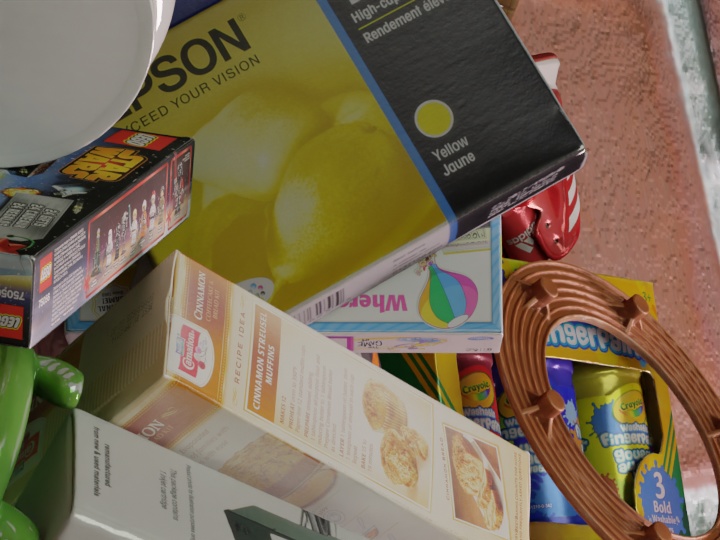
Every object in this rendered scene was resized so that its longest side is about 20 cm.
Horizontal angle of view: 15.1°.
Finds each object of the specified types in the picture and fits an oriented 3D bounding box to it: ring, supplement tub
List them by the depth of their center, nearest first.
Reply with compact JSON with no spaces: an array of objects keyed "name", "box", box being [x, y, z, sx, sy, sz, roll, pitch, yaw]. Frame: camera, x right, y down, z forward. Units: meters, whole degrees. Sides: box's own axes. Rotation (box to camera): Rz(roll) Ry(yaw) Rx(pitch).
[{"name":"supplement tub","box":[-0.151,-0.144,1.146,0.144,0.144,0.200,45,17,-27]},{"name":"ring","box":[0.143,0.077,1.386,0.200,0.019,0.201,33,35,-27]}]

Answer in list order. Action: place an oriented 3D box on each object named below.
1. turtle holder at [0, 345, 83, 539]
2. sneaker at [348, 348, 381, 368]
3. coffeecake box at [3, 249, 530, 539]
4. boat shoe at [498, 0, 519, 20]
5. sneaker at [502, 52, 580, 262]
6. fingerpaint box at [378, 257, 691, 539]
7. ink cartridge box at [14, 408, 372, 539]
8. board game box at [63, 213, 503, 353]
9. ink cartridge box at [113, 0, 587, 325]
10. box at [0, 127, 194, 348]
[{"name":"turtle holder","box":[-0.192,0.060,1.079,0.131,0.141,0.187,25,66,-17]},{"name":"sneaker","box":[0.000,0.000,1.320,0.112,0.077,0.201,-12,83,-39]},{"name":"coffeecake box","box":[-0.049,0.100,1.183,0.199,0.153,0.073,31,40,-27]},{"name":"boat shoe","box":[-0.008,-0.138,1.393,0.199,0.072,0.065,-16,50,-38]},{"name":"sneaker","box":[0.073,-0.051,1.453,0.200,0.078,0.116,-20,92,-58]},{"name":"fingerpaint box","box":[0.083,0.084,1.428,0.199,0.073,0.168,10,68,-47]},{"name":"ink cartridge box","box":[-0.062,0.169,1.107,0.199,0.146,0.084,26,21,-18]},{"name":"board game box","box":[-0.034,-0.031,1.251,0.034,0.198,0.136,92,-1,-73]},{"name":"ink cartridge box","box":[-0.031,-0.086,1.226,0.197,0.047,0.201,-30,79,-7]},{"name":"box","box":[-0.161,-0.024,1.101,0.200,0.136,0.040,-46,143,-69]}]
